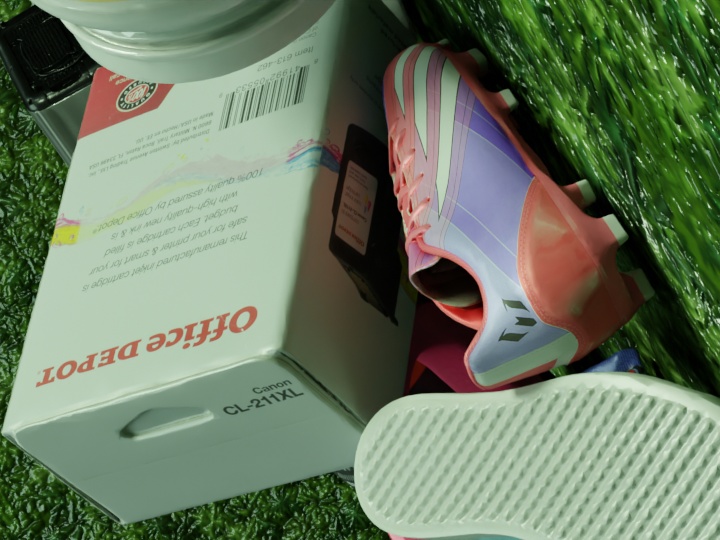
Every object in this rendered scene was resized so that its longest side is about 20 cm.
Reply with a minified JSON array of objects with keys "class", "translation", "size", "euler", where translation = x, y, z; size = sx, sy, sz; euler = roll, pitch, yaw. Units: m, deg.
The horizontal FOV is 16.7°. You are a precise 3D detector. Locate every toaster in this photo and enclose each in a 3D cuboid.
[{"class":"toaster","translation":[-0.256,-0.210,2.473],"size":[0.119,0.181,0.200],"euler":[59,178,-38]}]

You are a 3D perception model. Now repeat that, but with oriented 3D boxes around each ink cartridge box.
[{"class":"ink cartridge box","translation":[-0.053,-0.008,1.021],"size":[0.083,0.146,0.200],"euler":[45,-139,-38]}]

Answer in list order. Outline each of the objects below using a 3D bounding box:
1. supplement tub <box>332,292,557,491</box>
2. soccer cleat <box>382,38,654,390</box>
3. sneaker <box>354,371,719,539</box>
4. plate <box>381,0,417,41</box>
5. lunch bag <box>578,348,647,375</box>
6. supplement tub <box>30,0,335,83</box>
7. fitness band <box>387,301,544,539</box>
[{"class":"supplement tub","translation":[0.022,0.058,1.164],"size":[0.200,0.107,0.107],"euler":[40,-174,-29]},{"class":"soccer cleat","translation":[0.039,-0.026,0.932],"size":[0.067,0.076,0.200],"euler":[62,175,-37]},{"class":"sneaker","translation":[0.092,0.073,0.888],"size":[0.200,0.082,0.074],"euler":[5,90,47]},{"class":"plate","translation":[-0.054,-0.206,1.089],"size":[0.200,0.032,0.200],"euler":[63,175,-32]},{"class":"lunch bag","translation":[0.121,0.153,1.021],"size":[0.200,0.094,0.151],"euler":[49,-153,-49]},{"class":"supplement tub","translation":[-0.086,-0.178,0.880],"size":[0.145,0.145,0.200],"euler":[56,175,41]},{"class":"fitness band","translation":[0.056,0.099,1.057],"size":[0.200,0.037,0.144],"euler":[44,-139,-41]}]
